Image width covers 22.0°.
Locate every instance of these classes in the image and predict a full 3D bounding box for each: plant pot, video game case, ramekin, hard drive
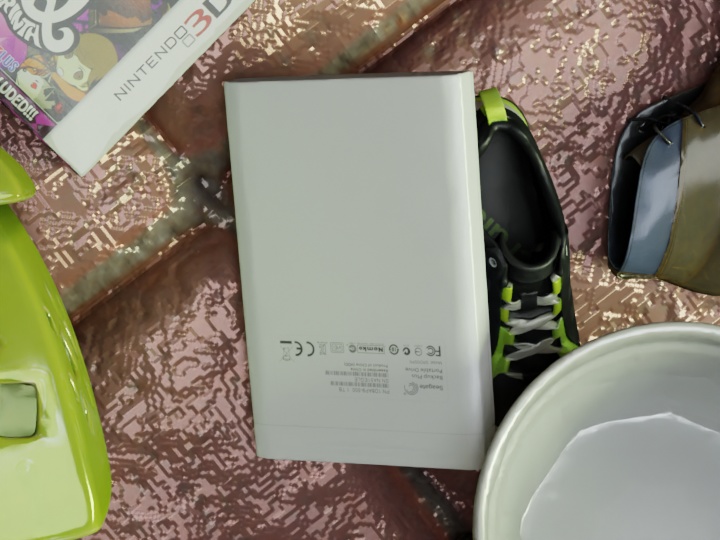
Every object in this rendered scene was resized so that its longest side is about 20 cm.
[{"bbox_3d":[-0.229,0.034,0.868,0.198,0.200,0.182,-9,94,-7],"label":"plant pot"},{"bbox_3d":[-0.148,-0.179,0.920,0.181,0.036,0.200,-45,104,-1],"label":"video game case"},{"bbox_3d":[0.156,0.134,0.928,0.199,0.105,0.201,-1,75,3],"label":"ramekin"},{"bbox_3d":[0.000,0.000,0.951,0.131,0.027,0.201,1,103,24],"label":"hard drive"}]

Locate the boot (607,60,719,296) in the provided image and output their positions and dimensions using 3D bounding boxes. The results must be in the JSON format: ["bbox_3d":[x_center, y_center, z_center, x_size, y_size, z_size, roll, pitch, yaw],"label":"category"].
[{"bbox_3d":[0.186,-0.081,0.975,0.097,0.075,0.201,-1,102,-12],"label":"boot"}]

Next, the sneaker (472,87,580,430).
[{"bbox_3d":[0.075,0.004,0.967,0.071,0.083,0.201,-15,102,-6],"label":"sneaker"}]

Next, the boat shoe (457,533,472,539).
[{"bbox_3d":[0.150,0.168,1.021,0.199,0.072,0.068,-8,106,2],"label":"boat shoe"}]
